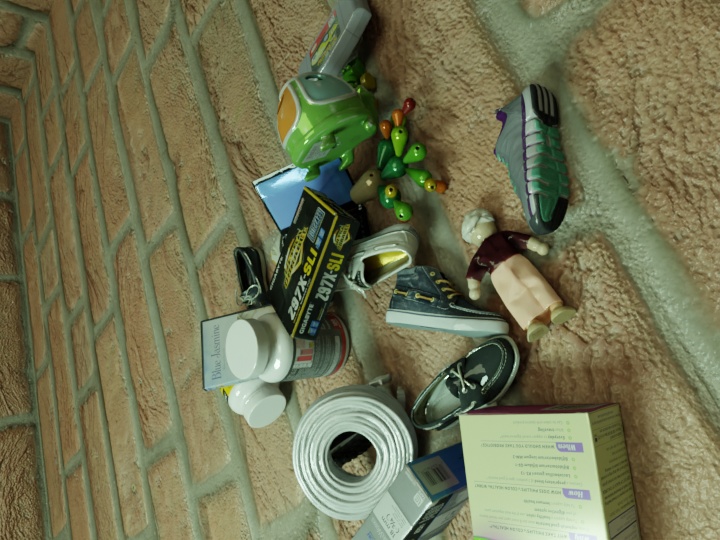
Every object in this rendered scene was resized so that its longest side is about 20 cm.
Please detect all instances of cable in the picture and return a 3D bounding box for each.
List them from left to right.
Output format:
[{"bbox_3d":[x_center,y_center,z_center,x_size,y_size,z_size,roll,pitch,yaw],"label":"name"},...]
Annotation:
[{"bbox_3d":[-0.008,0.281,0.865,0.196,0.069,0.204,-15,90,3],"label":"cable"}]

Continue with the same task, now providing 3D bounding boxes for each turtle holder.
[{"bbox_3d":[-0.046,-0.243,0.870,0.133,0.183,0.141,57,172,8],"label":"turtle holder"}]

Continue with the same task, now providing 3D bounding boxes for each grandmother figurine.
[{"bbox_3d":[0.195,-0.004,0.754,0.120,0.061,0.202,-29,59,5],"label":"grandmother figurine"}]

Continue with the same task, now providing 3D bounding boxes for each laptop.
[{"bbox_3d":[-0.083,-0.077,0.964,0.174,0.103,0.204,-19,64,20],"label":"laptop"}]

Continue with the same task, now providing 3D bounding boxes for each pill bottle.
[{"bbox_3d":[-0.234,0.215,1.133,0.200,0.111,0.114,44,117,38],"label":"pill bottle"},{"bbox_3d":[-0.123,0.131,0.964,0.114,0.198,0.119,-3,85,44],"label":"pill bottle"}]

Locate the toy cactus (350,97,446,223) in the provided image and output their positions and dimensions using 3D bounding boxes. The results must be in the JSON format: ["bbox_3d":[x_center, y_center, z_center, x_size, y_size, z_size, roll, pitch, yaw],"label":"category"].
[{"bbox_3d":[0.051,-0.156,0.885,0.164,0.101,0.204,-29,63,44],"label":"toy cactus"}]

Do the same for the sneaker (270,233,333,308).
[{"bbox_3d":[-0.106,-0.014,1.044,0.200,0.075,0.089,49,120,35],"label":"sneaker"}]

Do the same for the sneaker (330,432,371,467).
[{"bbox_3d":[-0.056,0.299,0.978,0.200,0.075,0.089,-47,51,33],"label":"sneaker"}]

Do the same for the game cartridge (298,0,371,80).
[{"bbox_3d":[-0.053,-0.404,1.014,0.201,0.040,0.135,-49,37,31],"label":"game cartridge"}]

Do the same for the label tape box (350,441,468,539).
[{"bbox_3d":[0.075,0.346,0.789,0.063,0.143,0.202,46,119,33],"label":"label tape box"}]

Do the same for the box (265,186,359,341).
[{"bbox_3d":[-0.082,-0.014,0.890,0.160,0.049,0.203,43,115,56],"label":"box"}]

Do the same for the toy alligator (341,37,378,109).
[{"bbox_3d":[-0.012,-0.333,0.984,0.059,0.054,0.205,-17,75,42],"label":"toy alligator"}]

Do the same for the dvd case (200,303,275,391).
[{"bbox_3d":[-0.215,0.142,1.086,0.196,0.018,0.145,-14,62,4],"label":"dvd case"}]

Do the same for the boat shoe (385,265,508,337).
[{"bbox_3d":[0.124,0.042,0.812,0.197,0.070,0.093,4,78,38],"label":"boat shoe"}]

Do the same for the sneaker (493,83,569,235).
[{"bbox_3d":[0.219,-0.137,0.738,0.087,0.073,0.205,-19,63,53],"label":"sneaker"}]

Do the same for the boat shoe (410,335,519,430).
[{"bbox_3d":[0.141,0.164,0.775,0.202,0.059,0.076,-59,43,33],"label":"boat shoe"}]

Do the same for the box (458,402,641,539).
[{"bbox_3d":[0.227,0.270,0.674,0.174,0.095,0.205,-15,76,44],"label":"box"}]

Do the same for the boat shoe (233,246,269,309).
[{"bbox_3d":[-0.226,0.044,1.171,0.074,0.061,0.205,-22,73,40],"label":"boat shoe"}]

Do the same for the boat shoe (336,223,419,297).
[{"bbox_3d":[0.003,0.003,0.875,0.199,0.075,0.087,-21,32,30],"label":"boat shoe"}]
